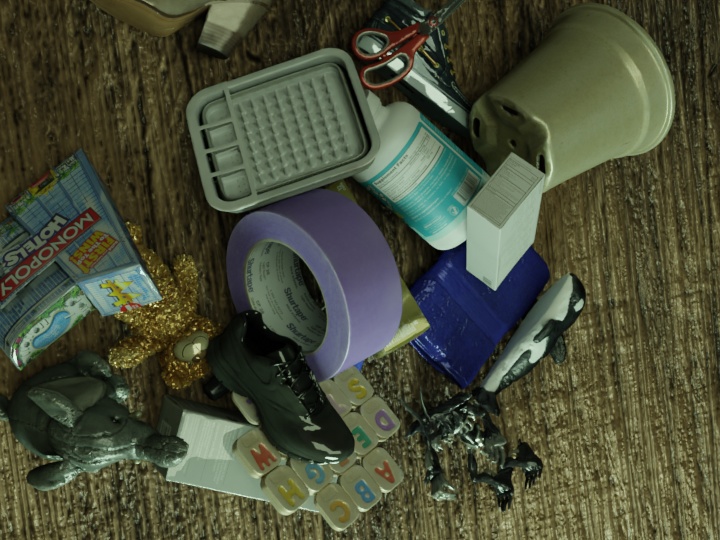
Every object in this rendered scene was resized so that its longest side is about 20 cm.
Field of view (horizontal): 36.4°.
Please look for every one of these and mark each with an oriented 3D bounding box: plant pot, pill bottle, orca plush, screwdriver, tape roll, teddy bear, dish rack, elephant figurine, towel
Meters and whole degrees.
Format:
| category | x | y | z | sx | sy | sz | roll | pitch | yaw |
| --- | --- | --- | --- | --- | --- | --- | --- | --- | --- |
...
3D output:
| category | x | y | z | sx | sy | sz | roll | pitch | yaw |
| --- | --- | --- | --- | --- | --- | --- | --- | --- | --- |
| plant pot | 0.237 | -0.188 | 1.304 | 0.183 | 0.200 | 0.201 | -34 | 105 | -27 |
| pill bottle | 0.060 | -0.124 | 1.303 | 0.200 | 0.111 | 0.111 | 40 | 79 | -18 |
| orca plush | 0.230 | 0.103 | 1.381 | 0.071 | 0.105 | 0.200 | 36 | 81 | -9 |
| screwdriver | -0.100 | 0.091 | 1.298 | 0.200 | 0.028 | 0.029 | -32 | 75 | -18 |
| tape roll | -0.054 | 0.016 | 1.210 | 0.085 | 0.200 | 0.201 | -26 | 103 | -40 |
| teddy bear | -0.227 | 0.041 | 1.211 | 0.145 | 0.067 | 0.201 | -31 | 101 | -41 |
| dish rack | -0.085 | -0.150 | 1.224 | 0.199 | 0.044 | 0.172 | -19 | 60 | 2 |
| elephant figurine | -0.288 | 0.161 | 1.130 | 0.155 | 0.200 | 0.142 | -39 | 108 | -9 |
| towel | 0.138 | 0.030 | 1.380 | 0.200 | 0.050 | 0.148 | -49 | 115 | -13 |

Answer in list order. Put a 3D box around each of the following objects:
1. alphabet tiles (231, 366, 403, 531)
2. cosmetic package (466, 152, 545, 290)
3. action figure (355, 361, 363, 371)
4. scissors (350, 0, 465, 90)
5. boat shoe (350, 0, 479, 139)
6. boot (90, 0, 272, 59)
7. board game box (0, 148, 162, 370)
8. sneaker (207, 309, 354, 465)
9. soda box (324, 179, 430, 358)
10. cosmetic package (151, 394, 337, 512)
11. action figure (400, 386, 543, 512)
| category | x | y | z | sx | sy | sz | roll | pitch | yaw |
| --- | --- | --- | --- | --- | --- | --- | --- | --- | --- |
| alphabet tiles | -0.046 | 0.184 | 1.225 | 0.200 | 0.015 | 0.196 | -31 | 78 | -42 |
| cosmetic package | 0.162 | -0.052 | 1.254 | 0.051 | 0.200 | 0.083 | 38 | 77 | 17 |
| action figure | -0.002 | 0.062 | 1.325 | 0.065 | 0.052 | 0.201 | 15 | 85 | -18 |
| scissors | 0.079 | -0.279 | 1.289 | 0.200 | 0.014 | 0.073 | -27 | 91 | -12 |
| boat shoe | 0.091 | -0.248 | 1.328 | 0.200 | 0.071 | 0.091 | 37 | 84 | -17 |
| boot | -0.194 | -0.332 | 1.222 | 0.199 | 0.070 | 0.147 | 22 | 79 | -22 |
| board game box | -0.304 | -0.004 | 1.122 | 0.200 | 0.200 | 0.062 | -42 | 141 | -15 |
| sneaker | -0.080 | 0.126 | 1.176 | 0.200 | 0.091 | 0.076 | 42 | 43 | 8 |
| soda box | 0.000 | 0.000 | 1.275 | 0.064 | 0.068 | 0.200 | -29 | 84 | -11 |
| cosmetic package | -0.130 | 0.210 | 1.250 | 0.199 | 0.107 | 0.091 | 14 | 88 | -23 |
| action figure | 0.134 | 0.223 | 1.351 | 0.200 | 0.102 | 0.119 | 34 | 122 | -25 |
